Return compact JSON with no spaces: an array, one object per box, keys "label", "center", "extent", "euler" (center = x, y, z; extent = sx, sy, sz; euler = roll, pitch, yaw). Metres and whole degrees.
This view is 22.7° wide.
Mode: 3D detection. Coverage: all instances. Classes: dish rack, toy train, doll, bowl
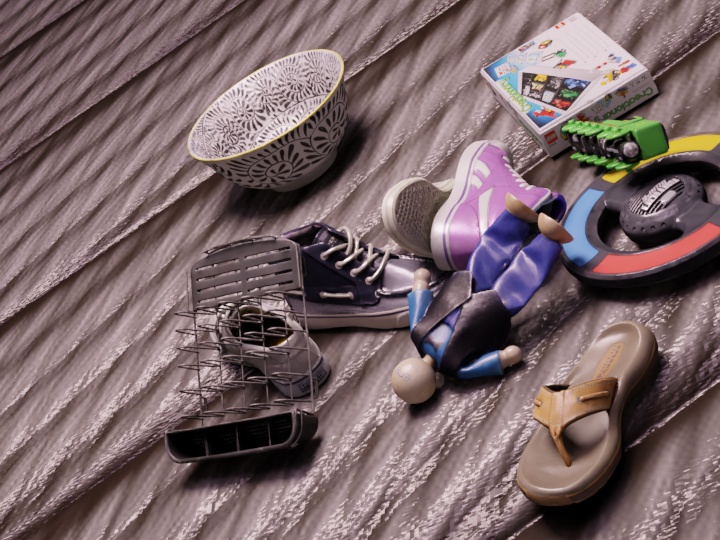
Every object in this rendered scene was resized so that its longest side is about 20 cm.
[{"label":"dish rack","center":[-0.109,0.069,1.622],"extent":[0.153,0.054,0.201],"euler":[-12,77,34]},{"label":"toy train","center":[0.235,-0.121,1.653],"extent":[0.056,0.042,0.200],"euler":[-20,9,-4]},{"label":"doll","center":[0.095,0.031,1.554],"extent":[0.136,0.048,0.200],"euler":[35,88,35]},{"label":"bowl","center":[-0.086,-0.151,2.009],"extent":[0.200,0.094,0.201],"euler":[-23,29,14]}]

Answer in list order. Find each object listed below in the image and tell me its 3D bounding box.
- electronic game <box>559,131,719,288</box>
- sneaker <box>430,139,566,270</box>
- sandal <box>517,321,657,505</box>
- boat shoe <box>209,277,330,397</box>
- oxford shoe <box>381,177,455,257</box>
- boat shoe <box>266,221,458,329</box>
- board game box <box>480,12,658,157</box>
[{"label":"electronic game","center":[0.264,-0.055,1.567],"extent":[0.199,0.042,0.200],"euler":[-24,29,14]},{"label":"sneaker","center":[0.144,-0.063,1.675],"extent":[0.114,0.073,0.201],"euler":[-8,31,22]},{"label":"sandal","center":[0.170,0.101,1.385],"extent":[0.080,0.054,0.200],"euler":[-6,37,39]},{"label":"boat shoe","center":[-0.105,0.052,1.717],"extent":[0.074,0.086,0.202],"euler":[-37,29,-11]},{"label":"oxford shoe","center":[0.054,-0.050,1.674],"extent":[0.057,0.076,0.200],"euler":[-7,4,21]},{"label":"boat shoe","center":[0.000,0.000,1.686],"extent":[0.199,0.093,0.075],"euler":[-9,35,34]},{"label":"board game box","center":[0.211,-0.195,1.848],"extent":[0.126,0.035,0.200],"euler":[-31,28,1]}]
